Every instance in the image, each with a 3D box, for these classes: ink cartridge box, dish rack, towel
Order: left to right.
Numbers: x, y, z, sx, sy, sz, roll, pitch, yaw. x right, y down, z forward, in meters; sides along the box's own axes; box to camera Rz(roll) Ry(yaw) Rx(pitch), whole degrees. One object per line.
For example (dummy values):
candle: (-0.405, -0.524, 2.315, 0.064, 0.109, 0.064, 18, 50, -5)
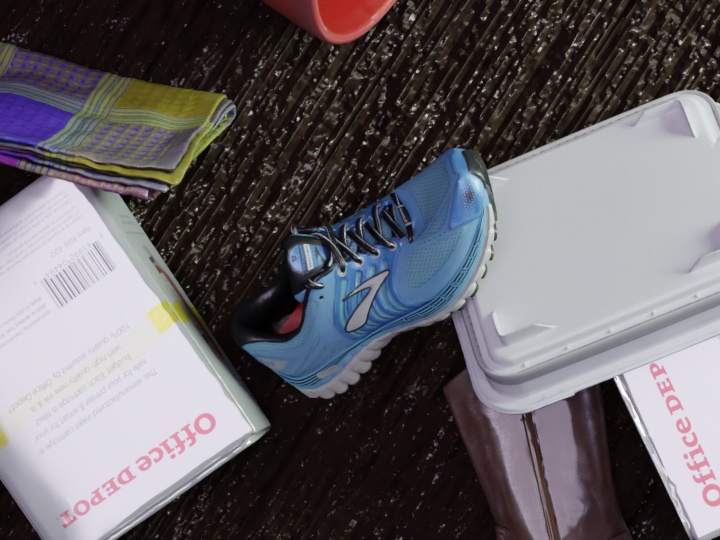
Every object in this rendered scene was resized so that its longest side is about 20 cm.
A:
towel: (-0.182, -0.097, 1.425, 0.199, 0.144, 0.023, 16, 119, 10)
ink cartridge box: (-0.169, 0.056, 1.442, 0.145, 0.083, 0.200, -35, 86, 5)
dish rack: (0.139, -0.020, 1.385, 0.199, 0.044, 0.172, -22, 49, 8)
ink cartridge box: (0.254, 0.053, 1.401, 0.199, 0.084, 0.145, -25, 86, 5)

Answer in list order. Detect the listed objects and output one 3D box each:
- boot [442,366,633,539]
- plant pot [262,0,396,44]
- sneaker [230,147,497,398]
boot: (0.073, 0.146, 1.432, 0.186, 0.064, 0.201, -16, 92, -7)
plant pot: (-0.050, -0.257, 1.389, 0.177, 0.200, 0.201, 28, 93, 16)
sneaker: (0.000, 0.000, 1.389, 0.200, 0.090, 0.079, -44, 42, 28)
